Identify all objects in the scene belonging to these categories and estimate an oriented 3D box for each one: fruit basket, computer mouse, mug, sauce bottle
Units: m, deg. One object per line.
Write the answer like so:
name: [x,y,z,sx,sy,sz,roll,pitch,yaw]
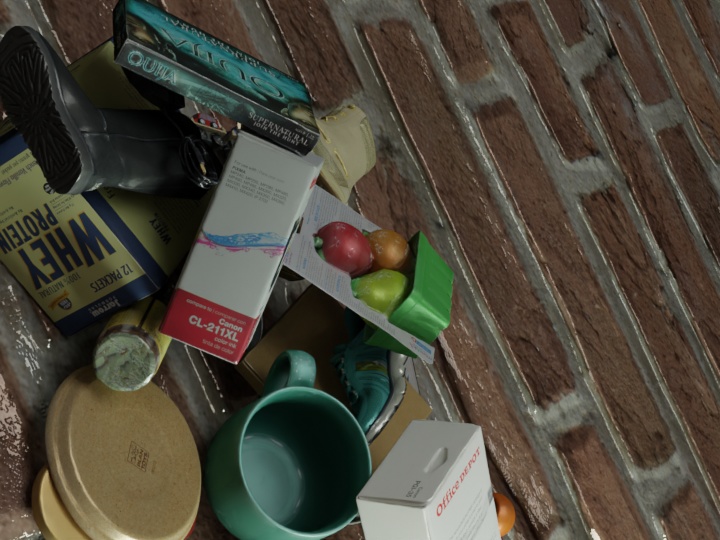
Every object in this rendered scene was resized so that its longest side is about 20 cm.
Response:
fruit basket: [0.000,0.000,1.729,0.200,0.094,0.185,28,30,-12]
computer mouse: [-0.171,-0.151,1.509,0.059,0.034,0.200,25,28,-52]
mug: [-0.074,0.194,1.661,0.152,0.114,0.185,43,54,-10]
sauce bottle: [-0.212,0.057,1.591,0.065,0.065,0.200,56,12,-11]

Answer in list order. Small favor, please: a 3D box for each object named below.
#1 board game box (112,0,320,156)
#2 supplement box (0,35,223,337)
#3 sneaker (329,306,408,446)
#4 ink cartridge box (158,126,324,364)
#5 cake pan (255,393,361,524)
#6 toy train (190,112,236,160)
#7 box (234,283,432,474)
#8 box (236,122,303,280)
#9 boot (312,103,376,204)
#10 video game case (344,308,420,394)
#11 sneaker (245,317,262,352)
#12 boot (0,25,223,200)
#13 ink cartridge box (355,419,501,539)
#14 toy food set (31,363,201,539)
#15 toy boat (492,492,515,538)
board game box: [-0.135,-0.183,1.517,0.200,0.028,0.135,25,21,-21]
supplement box: [-0.261,-0.084,1.599,0.200,0.134,0.200,52,35,-17]
sneaker: [0.000,0.115,1.753,0.080,0.078,0.200,29,39,-17]
ink cartridge box: [-0.110,-0.028,1.550,0.083,0.200,0.146,23,7,-1]
cake pan: [-0.025,0.177,1.798,0.200,0.037,0.201,20,54,-31]
toy train: [-0.179,-0.155,1.854,0.200,0.034,0.046,13,46,-49]
box: [-0.025,0.128,1.782,0.200,0.021,0.164,49,44,-6]
box: [-0.095,-0.077,1.738,0.200,0.021,0.164,25,59,-79]
boot: [-0.059,-0.176,1.992,0.200,0.073,0.155,56,35,-15]
video game case: [0.009,0.143,1.916,0.181,0.025,0.200,15,57,-49]
sneaker: [-0.125,-0.003,1.775,0.108,0.067,0.202,6,52,-52]
boot: [-0.227,-0.142,1.503,0.200,0.066,0.165,-6,70,-55]
ink cartridge box: [0.077,0.273,1.680,0.147,0.083,0.200,-49,134,-49]
toy food set: [-0.225,0.185,1.549,0.198,0.049,0.200,26,49,-44]
toy boat: [0.118,0.291,1.871,0.200,0.131,0.131,-7,74,-55]
